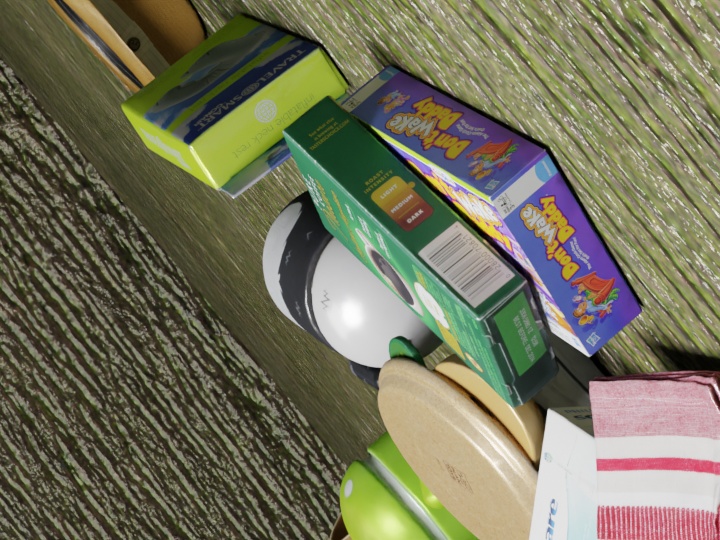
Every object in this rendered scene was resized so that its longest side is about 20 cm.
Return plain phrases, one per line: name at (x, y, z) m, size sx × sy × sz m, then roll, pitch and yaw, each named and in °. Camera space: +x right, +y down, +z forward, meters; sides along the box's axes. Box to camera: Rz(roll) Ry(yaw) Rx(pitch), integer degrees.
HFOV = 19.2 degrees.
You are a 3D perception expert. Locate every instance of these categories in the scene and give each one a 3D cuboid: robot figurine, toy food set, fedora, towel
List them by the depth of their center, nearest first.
towel at (0.177, 0.159, 1.245) m, size 0.144 × 0.023 × 0.200 m, roll 169°, pitch 101°, yaw -64°
toy food set at (0.084, 0.129, 1.503) m, size 0.198 × 0.049 × 0.200 m, roll 18°, pitch 145°, yaw 59°
robot figurine at (0.002, 0.001, 1.624) m, size 0.150 × 0.125 × 0.200 m, roll 43°, pitch 175°, yaw -25°
robot figurine at (0.069, 0.161, 1.681) m, size 0.116 × 0.200 × 0.175 m, roll 48°, pitch 174°, yaw 7°
fedora at (-0.195, -0.217, 1.813) m, size 0.201 × 0.082 × 0.201 m, roll 44°, pitch 173°, yaw 6°

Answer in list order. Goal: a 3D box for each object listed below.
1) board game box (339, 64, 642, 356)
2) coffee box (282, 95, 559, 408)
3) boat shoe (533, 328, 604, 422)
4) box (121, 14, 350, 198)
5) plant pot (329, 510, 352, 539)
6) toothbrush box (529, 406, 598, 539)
board game box at (0.077, -0.041, 1.320) m, size 0.135 × 0.045 × 0.200 m, roll 55°, pitch 170°, yaw -31°
coffee box at (0.037, -0.013, 1.338) m, size 0.200 × 0.044 × 0.123 m, roll 44°, pitch 169°, yaw 33°
boat shoe at (0.155, 0.109, 1.481) m, size 0.200 × 0.067 × 0.074 m, roll 48°, pitch 171°, yaw 13°
box at (-0.092, -0.123, 1.560) m, size 0.048 × 0.122 × 0.200 m, roll 56°, pitch 169°, yaw -25°
plant pot at (0.103, 0.241, 2.003) m, size 0.200 × 0.186 × 0.186 m, roll 37°, pitch 172°, yaw -5°
toothbrush box at (0.189, 0.184, 1.342) m, size 0.200 × 0.085 × 0.147 m, roll 31°, pitch 118°, yaw 60°
